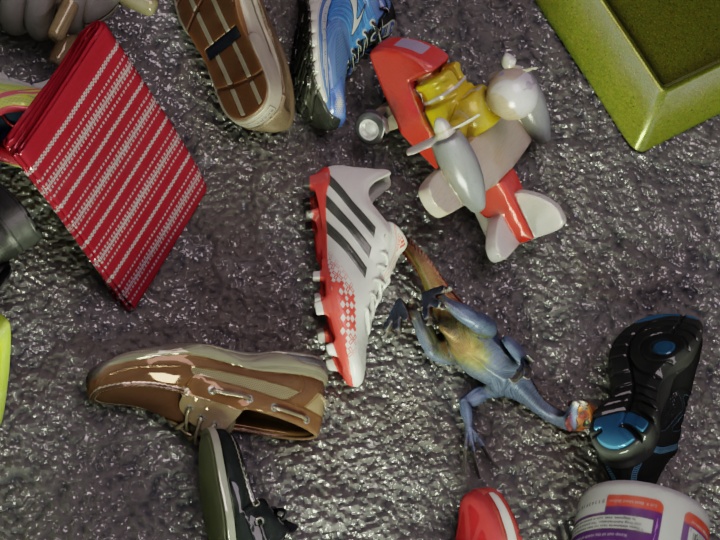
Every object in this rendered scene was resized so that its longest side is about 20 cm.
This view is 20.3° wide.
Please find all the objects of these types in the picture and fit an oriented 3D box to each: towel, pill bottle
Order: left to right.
[{"bbox_3d":[-0.200,-0.084,1.619,0.022,0.200,0.145,7,54,34],"label":"towel"},{"bbox_3d":[0.213,0.280,1.615,0.111,0.111,0.201,20,62,-9],"label":"pill bottle"}]

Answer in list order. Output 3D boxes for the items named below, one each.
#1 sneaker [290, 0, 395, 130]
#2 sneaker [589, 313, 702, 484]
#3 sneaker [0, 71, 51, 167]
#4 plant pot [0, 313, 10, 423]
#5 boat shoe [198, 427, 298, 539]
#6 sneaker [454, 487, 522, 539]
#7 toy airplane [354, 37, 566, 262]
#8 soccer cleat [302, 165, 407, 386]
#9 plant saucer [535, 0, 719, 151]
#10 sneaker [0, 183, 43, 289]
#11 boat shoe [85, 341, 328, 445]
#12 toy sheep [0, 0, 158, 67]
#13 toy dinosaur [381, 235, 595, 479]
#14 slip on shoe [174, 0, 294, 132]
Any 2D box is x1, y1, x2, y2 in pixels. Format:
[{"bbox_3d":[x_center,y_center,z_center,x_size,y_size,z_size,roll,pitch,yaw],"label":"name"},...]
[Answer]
[{"bbox_3d":[-0.011,-0.214,1.782,0.089,0.079,0.201,10,64,-11],"label":"sneaker"},{"bbox_3d":[0.246,0.114,1.734,0.073,0.082,0.200,4,39,28],"label":"sneaker"},{"bbox_3d":[-0.247,-0.113,1.629,0.199,0.079,0.090,-3,33,-33],"label":"sneaker"},{"bbox_3d":[-0.380,0.105,1.451,0.181,0.200,0.200,28,61,4],"label":"plant pot"},{"bbox_3d":[-0.078,0.216,1.563,0.066,0.075,0.201,-9,74,-19],"label":"boat shoe"},{"bbox_3d":[0.067,0.267,1.592,0.115,0.078,0.201,5,64,-18],"label":"sneaker"},{"bbox_3d":[0.109,-0.111,1.737,0.198,0.141,0.201,18,42,-35],"label":"toy airplane"},{"bbox_3d":[0.000,0.000,1.692,0.085,0.069,0.201,-6,63,-3],"label":"soccer cleat"},{"bbox_3d":[0.291,-0.237,1.911,0.199,0.048,0.201,-26,77,-27],"label":"plant saucer"},{"bbox_3d":[-0.316,-0.028,1.563,0.104,0.200,0.060,-41,128,-12],"label":"sneaker"},{"bbox_3d":[-0.119,0.102,1.606,0.199,0.076,0.072,2,68,-16],"label":"boat shoe"},{"bbox_3d":[-0.265,-0.252,1.686,0.199,0.138,0.138,23,61,-3],"label":"toy sheep"},{"bbox_3d":[0.119,0.066,1.699,0.181,0.105,0.201,27,46,-28],"label":"toy dinosaur"},{"bbox_3d":[-0.105,-0.209,1.762,0.060,0.076,0.201,19,43,-56],"label":"slip on shoe"}]
